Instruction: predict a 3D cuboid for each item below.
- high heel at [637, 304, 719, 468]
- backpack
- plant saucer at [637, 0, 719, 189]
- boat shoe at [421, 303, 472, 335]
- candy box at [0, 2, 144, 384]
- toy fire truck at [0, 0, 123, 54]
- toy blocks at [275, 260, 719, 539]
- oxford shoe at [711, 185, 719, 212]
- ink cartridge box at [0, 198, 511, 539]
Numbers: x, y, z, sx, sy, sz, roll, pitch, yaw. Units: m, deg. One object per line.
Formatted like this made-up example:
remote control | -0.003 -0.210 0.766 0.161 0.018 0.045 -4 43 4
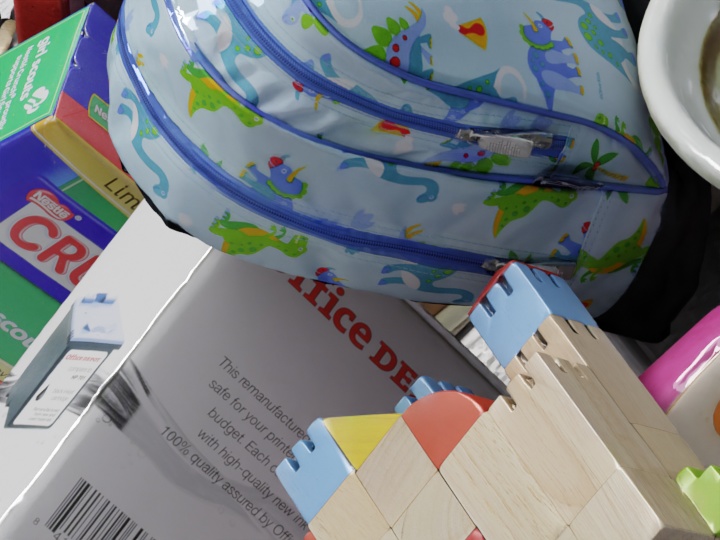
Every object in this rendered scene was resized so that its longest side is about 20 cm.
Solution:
high heel | 0.090 0.050 0.961 0.200 0.067 0.096 -53 37 14
backpack | 0.013 -0.065 0.965 0.154 0.200 0.163 110 154 -52
plant saucer | 0.192 -0.061 0.936 0.200 0.050 0.200 -7 40 6
boat shoe | 0.000 0.000 1.138 0.200 0.072 0.076 -52 29 -11
candy box | -0.132 -0.003 1.218 0.200 0.169 0.077 -26 37 33
toy fire truck | -0.123 -0.093 1.310 0.112 0.200 0.168 7 44 10
toy blocks | 0.030 0.089 0.898 0.200 0.100 0.137 -52 48 20
oxford shoe | 0.120 -0.047 1.061 0.200 0.058 0.075 -51 46 22
ink cartridge box | -0.060 0.082 1.034 0.200 0.146 0.086 -54 27 -15
